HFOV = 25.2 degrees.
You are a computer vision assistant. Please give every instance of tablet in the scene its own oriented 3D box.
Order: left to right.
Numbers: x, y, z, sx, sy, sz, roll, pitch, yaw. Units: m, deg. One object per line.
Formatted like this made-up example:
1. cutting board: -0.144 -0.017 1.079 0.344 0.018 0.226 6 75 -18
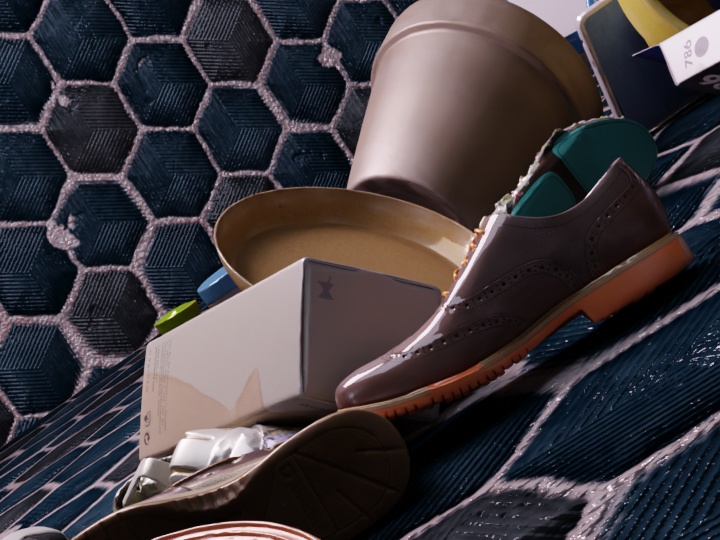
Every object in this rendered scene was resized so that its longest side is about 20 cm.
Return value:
1. tablet: 0.279 -0.211 1.336 0.199 0.131 0.014 -35 32 -7

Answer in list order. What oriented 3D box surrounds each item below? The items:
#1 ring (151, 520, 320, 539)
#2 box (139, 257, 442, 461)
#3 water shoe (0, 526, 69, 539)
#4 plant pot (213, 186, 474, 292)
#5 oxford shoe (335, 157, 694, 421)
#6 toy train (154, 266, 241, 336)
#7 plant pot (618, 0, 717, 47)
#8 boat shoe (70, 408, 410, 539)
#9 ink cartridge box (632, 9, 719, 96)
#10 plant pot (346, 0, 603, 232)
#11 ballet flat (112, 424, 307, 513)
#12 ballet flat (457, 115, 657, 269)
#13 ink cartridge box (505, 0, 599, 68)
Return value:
1. ring: -0.089 0.161 0.581 0.199 0.019 0.201 -22 22 10
2. box: -0.045 0.062 0.926 0.094 0.079 0.199 13 -22 -28
3. water shoe: -0.187 0.203 0.927 0.078 0.072 0.200 -4 10 10
4. plant pot: 0.000 0.000 1.058 0.200 0.198 0.028 -43 -32 -59
5. oxford shoe: 0.066 0.014 0.816 0.199 0.073 0.071 -29 -3 -4
6. toy train: -0.123 0.076 1.257 0.199 0.116 0.085 -29 7 40
7. plant pot: 0.279 -0.228 1.195 0.200 0.202 0.189 -34 -10 -1
8. boat shoe: -0.066 0.127 0.775 0.199 0.073 0.072 -31 -3 2
9. ink cartridge box: 0.264 -0.139 0.973 0.098 0.040 0.200 8 -17 -28
10. plant pot: 0.074 -0.091 1.289 0.199 0.200 0.174 -27 24 50
11. ballet flat: -0.084 0.121 0.882 0.072 0.072 0.200 -38 6 -37
12. ballet flat: 0.125 -0.043 1.060 0.200 0.076 0.064 -36 -1 -43
13. ink cartridge box: 0.246 -0.263 1.419 0.198 0.149 0.144 1 -7 -23
